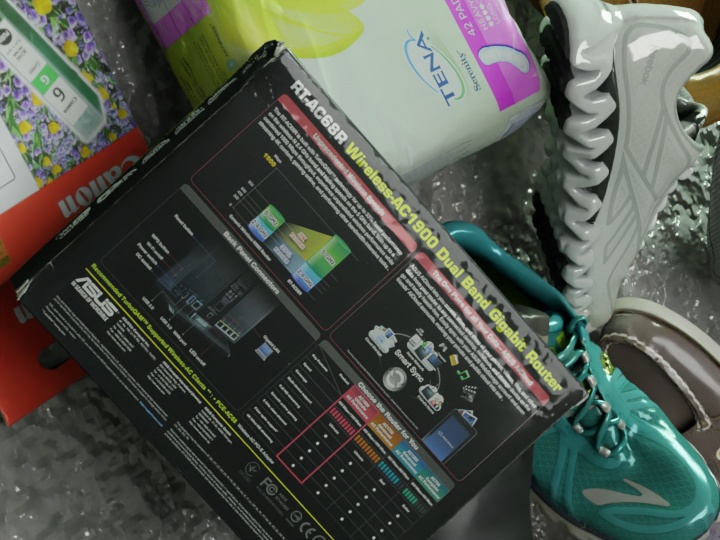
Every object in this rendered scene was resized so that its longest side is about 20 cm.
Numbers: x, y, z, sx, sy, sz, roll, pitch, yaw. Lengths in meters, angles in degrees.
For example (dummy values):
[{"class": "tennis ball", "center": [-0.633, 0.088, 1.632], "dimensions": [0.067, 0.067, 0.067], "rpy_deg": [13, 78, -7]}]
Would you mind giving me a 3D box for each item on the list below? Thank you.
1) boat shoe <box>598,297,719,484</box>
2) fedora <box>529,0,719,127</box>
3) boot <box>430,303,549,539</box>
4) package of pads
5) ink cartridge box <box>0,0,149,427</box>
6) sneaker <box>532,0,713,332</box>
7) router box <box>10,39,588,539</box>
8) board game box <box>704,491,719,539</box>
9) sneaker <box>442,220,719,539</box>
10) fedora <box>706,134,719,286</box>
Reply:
[{"class": "boat shoe", "center": [0.181, 0.100, 1.196], "dimensions": [0.060, 0.072, 0.200], "rpy_deg": [-52, 122, -27]}, {"class": "fedora", "center": [0.137, -0.169, 1.159], "dimensions": [0.200, 0.082, 0.202], "rpy_deg": [0, 89, -35]}, {"class": "boot", "center": [-0.009, 0.094, 1.022], "dimensions": [0.199, 0.073, 0.151], "rpy_deg": [-5, 96, -5]}, {"class": "package of pads", "center": [-0.021, -0.128, 1.029], "dimensions": [0.154, 0.068, 0.200], "rpy_deg": [-29, 90, -33]}, {"class": "ink cartridge box", "center": [-0.149, -0.043, 0.974], "dimensions": [0.109, 0.050, 0.201], "rpy_deg": [-35, 108, -30]}, {"class": "sneaker", "center": [0.128, -0.047, 1.101], "dimensions": [0.081, 0.075, 0.200], "rpy_deg": [-7, 135, -8]}, {"class": "router box", "center": [-0.026, 0.026, 0.941], "dimensions": [0.150, 0.062, 0.200], "rpy_deg": [-42, 101, -1]}, {"class": "board game box", "center": [0.182, 0.225, 1.149], "dimensions": [0.200, 0.041, 0.200], "rpy_deg": [31, 85, -52]}, {"class": "sneaker", "center": [0.092, 0.057, 1.075], "dimensions": [0.077, 0.080, 0.200], "rpy_deg": [-41, 75, -14]}, {"class": "fedora", "center": [0.238, -0.034, 1.194], "dimensions": [0.090, 0.200, 0.178], "rpy_deg": [3, 66, -8]}]
